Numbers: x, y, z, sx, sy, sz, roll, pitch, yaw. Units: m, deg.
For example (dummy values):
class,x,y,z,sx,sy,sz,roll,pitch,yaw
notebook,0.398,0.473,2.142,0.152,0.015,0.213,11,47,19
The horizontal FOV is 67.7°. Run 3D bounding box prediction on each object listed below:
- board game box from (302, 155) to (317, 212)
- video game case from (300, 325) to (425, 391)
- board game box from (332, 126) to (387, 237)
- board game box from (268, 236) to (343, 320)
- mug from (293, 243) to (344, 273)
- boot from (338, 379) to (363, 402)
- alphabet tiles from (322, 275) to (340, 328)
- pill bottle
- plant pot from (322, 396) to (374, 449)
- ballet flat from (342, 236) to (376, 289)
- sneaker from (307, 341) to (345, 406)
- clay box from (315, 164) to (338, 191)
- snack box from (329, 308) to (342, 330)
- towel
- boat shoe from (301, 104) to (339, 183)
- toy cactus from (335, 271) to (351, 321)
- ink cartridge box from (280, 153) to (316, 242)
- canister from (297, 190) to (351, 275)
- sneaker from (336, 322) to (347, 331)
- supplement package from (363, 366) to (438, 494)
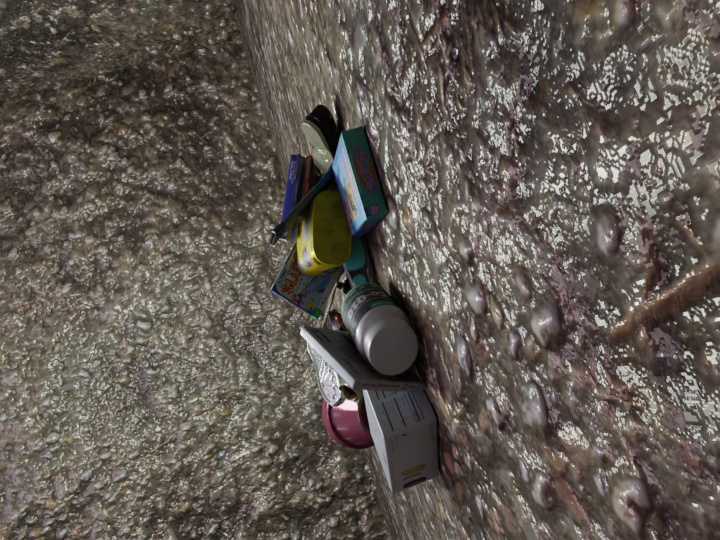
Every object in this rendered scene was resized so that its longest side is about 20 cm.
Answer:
class,x,y,z,sx,sy,sz,roll,pitch,yaw
board game box,-0.119,-0.181,1.334,0.201,0.019,0.107,85,-174,-66
video game case,0.002,0.168,1.023,0.199,0.178,0.023,35,107,48
board game box,-0.006,-0.156,1.003,0.200,0.043,0.158,147,107,-81
board game box,-0.115,-0.006,1.286,0.133,0.205,0.034,30,163,-14
mug,-0.110,-0.035,1.523,0.187,0.147,0.117,91,158,-63
boot,0.006,0.236,1.275,0.071,0.157,0.201,30,160,6
alphabet tiles,-0.069,0.048,1.404,0.203,0.007,0.171,-78,7,-54
pill bottle,0.034,0.107,1.009,0.200,0.109,0.117,-132,26,-68
plant pot,0.016,0.354,1.370,0.178,0.194,0.207,-26,81,65
ballet flat,0.000,0.000,1.203,0.063,0.065,0.208,-22,-80,-69
sneaker,-0.046,0.244,1.356,0.144,0.081,0.204,14,-139,-47
clay box,-0.069,-0.166,1.366,0.115,0.046,0.207,-122,19,-68
snack box,-0.012,0.181,1.413,0.200,0.024,0.073,46,-167,-38
towel,-0.124,-0.141,1.153,0.022,0.201,0.146,42,166,-4
boat shoe,-0.067,-0.265,1.158,0.072,0.064,0.203,28,160,27
toy cactus,-0.022,0.044,1.361,0.200,0.098,0.172,-109,14,-76
ink cartridge box,-0.159,-0.174,1.314,0.200,0.039,0.208,-21,-60,-83
canister,-0.085,-0.074,1.179,0.199,0.083,0.155,156,116,-71
sneaker,-0.035,0.170,1.202,0.079,0.096,0.200,43,-167,1
supplement package,0.081,0.317,1.092,0.158,0.107,0.205,-116,13,-49
